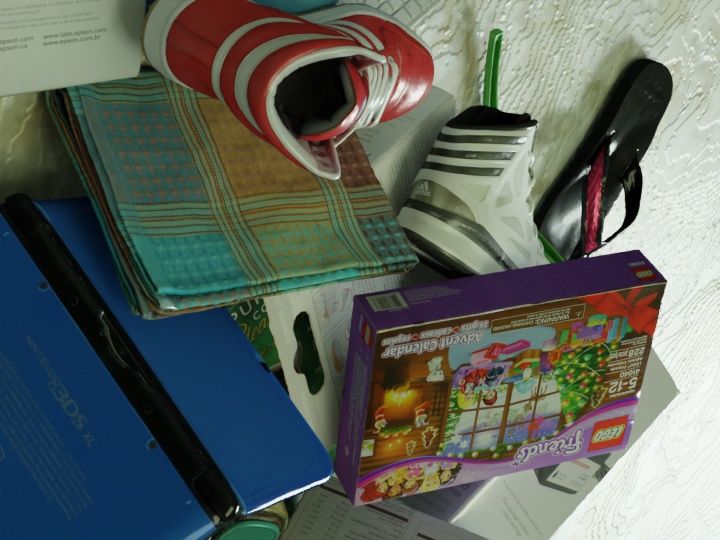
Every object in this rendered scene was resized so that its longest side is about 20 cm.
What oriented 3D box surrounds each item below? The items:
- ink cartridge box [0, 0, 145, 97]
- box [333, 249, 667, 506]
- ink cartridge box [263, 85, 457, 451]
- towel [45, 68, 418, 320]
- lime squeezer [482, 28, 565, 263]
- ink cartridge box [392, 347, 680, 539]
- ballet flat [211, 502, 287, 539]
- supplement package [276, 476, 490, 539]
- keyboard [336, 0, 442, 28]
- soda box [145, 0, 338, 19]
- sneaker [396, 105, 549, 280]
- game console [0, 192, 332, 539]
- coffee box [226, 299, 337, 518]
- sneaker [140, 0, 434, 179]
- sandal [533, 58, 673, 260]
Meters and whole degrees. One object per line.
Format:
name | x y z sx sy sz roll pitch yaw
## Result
ink cartridge box | -0.184 -0.177 0.782 0.195 0.043 0.202 -14 123 -40
box | 0.086 0.066 1.041 0.198 0.039 0.138 -9 128 -21
ink cartridge box | 0.000 0.000 1.058 0.200 0.050 0.162 -42 136 -32
towel | -0.066 -0.052 0.925 0.199 0.148 0.022 -9 156 -43
lime squeezer | 0.102 -0.064 1.150 0.037 0.071 0.202 -24 102 -18
ink cartridge box | 0.103 0.109 1.190 0.200 0.145 0.084 -45 122 -15
ballet flat | -0.107 0.185 1.082 0.070 0.071 0.200 -10 148 -43
supplement package | 0.011 0.261 1.116 0.201 0.154 0.111 97 18 -44
keyboard | 0.023 -0.176 1.002 0.200 0.056 0.011 -42 -176 -19
soda box | -0.030 -0.192 0.917 0.200 0.064 0.068 -47 141 -12
sneaker | 0.103 -0.035 1.077 0.200 0.075 0.116 33 80 -52
game console | -0.137 0.069 0.872 0.170 0.201 0.118 -35 166 -6
coffee box | -0.057 0.067 1.081 0.123 0.044 0.201 -43 140 -20
sneaker | -0.007 -0.094 0.867 0.199 0.112 0.072 1 115 -47
sandal | 0.184 -0.061 1.250 0.075 0.045 0.201 20 100 -51
